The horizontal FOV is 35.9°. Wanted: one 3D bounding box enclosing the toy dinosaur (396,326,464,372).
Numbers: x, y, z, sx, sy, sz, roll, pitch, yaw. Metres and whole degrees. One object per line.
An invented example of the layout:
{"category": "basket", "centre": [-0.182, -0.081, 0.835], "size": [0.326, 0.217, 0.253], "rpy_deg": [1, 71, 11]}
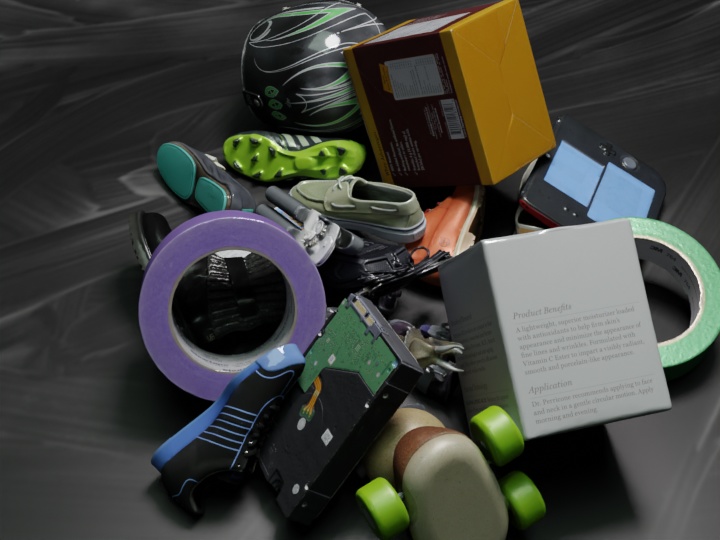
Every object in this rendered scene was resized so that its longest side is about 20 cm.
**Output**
{"category": "toy dinosaur", "centre": [0.010, 0.113, 1.170], "size": [0.200, 0.077, 0.102], "rpy_deg": [-40, 18, 5]}

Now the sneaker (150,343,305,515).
{"category": "sneaker", "centre": [-0.121, 0.164, 1.141], "size": [0.200, 0.070, 0.078], "rpy_deg": [-43, 69, 7]}

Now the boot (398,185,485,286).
{"category": "boot", "centre": [0.104, -0.062, 1.416], "size": [0.106, 0.075, 0.201], "rpy_deg": [8, 46, 14]}

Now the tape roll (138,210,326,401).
{"category": "tape roll", "centre": [-0.140, 0.037, 1.209], "size": [0.199, 0.202, 0.085], "rpy_deg": [-8, 9, -10]}

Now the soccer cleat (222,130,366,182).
{"category": "soccer cleat", "centre": [-0.088, -0.156, 1.513], "size": [0.199, 0.068, 0.081], "rpy_deg": [6, 15, 15]}

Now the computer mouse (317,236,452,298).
{"category": "computer mouse", "centre": [0.000, 0.000, 1.330], "size": [0.138, 0.053, 0.199], "rpy_deg": [-18, 22, -38]}

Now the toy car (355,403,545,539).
{"category": "toy car", "centre": [0.058, 0.204, 1.128], "size": [0.164, 0.159, 0.200], "rpy_deg": [-29, 26, -16]}

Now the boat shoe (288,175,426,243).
{"category": "boat shoe", "centre": [-0.006, -0.089, 1.390], "size": [0.199, 0.062, 0.072], "rpy_deg": [14, 42, 28]}

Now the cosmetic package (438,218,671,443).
{"category": "cosmetic package", "centre": [0.195, 0.067, 1.159], "size": [0.164, 0.165, 0.201], "rpy_deg": [-8, 82, -14]}

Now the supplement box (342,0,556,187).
{"category": "supplement box", "centre": [0.113, -0.221, 1.425], "size": [0.132, 0.198, 0.199], "rpy_deg": [-32, 22, -36]}

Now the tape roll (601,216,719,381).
{"category": "tape roll", "centre": [0.325, 0.033, 1.307], "size": [0.199, 0.048, 0.202], "rpy_deg": [-1, 60, 1]}

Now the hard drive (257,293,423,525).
{"category": "hard drive", "centre": [-0.030, 0.137, 1.126], "size": [0.038, 0.201, 0.140], "rpy_deg": [26, 14, -35]}

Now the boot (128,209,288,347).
{"category": "boot", "centre": [-0.174, -0.007, 1.320], "size": [0.157, 0.080, 0.212], "rpy_deg": [-25, 65, -7]}

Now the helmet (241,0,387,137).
{"category": "helmet", "centre": [-0.048, -0.279, 1.537], "size": [0.189, 0.201, 0.201], "rpy_deg": [1, 42, 24]}

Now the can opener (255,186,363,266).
{"category": "can opener", "centre": [-0.068, -0.050, 1.339], "size": [0.053, 0.066, 0.200], "rpy_deg": [-60, 35, 3]}

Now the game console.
{"category": "game console", "centre": [0.306, -0.102, 1.442], "size": [0.176, 0.031, 0.200], "rpy_deg": [35, 48, -4]}

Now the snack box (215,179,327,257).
{"category": "snack box", "centre": [-0.096, -0.051, 1.428], "size": [0.199, 0.024, 0.072], "rpy_deg": [-31, 52, -28]}

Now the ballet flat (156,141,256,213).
{"category": "ballet flat", "centre": [-0.198, -0.112, 1.461], "size": [0.073, 0.073, 0.200], "rpy_deg": [-26, 39, -25]}

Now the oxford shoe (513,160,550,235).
{"category": "oxford shoe", "centre": [0.241, -0.092, 1.458], "size": [0.075, 0.058, 0.201], "rpy_deg": [11, 44, 12]}

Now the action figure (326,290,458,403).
{"category": "action figure", "centre": [0.030, 0.074, 1.279], "size": [0.199, 0.070, 0.130], "rpy_deg": [20, 52, 21]}
